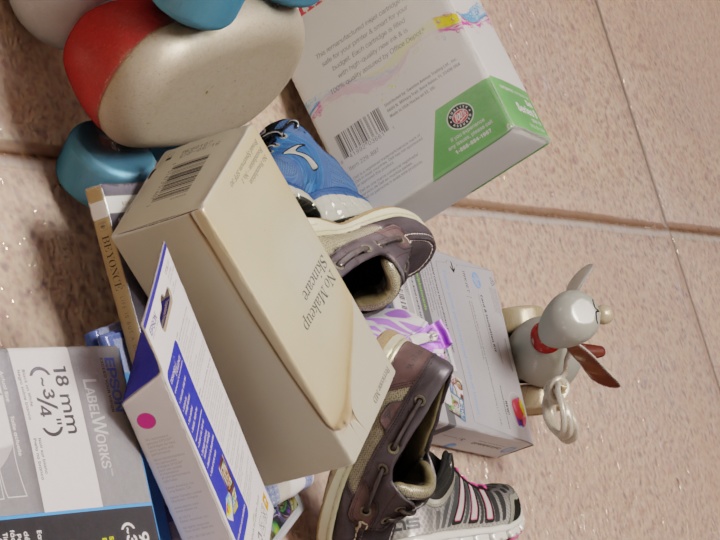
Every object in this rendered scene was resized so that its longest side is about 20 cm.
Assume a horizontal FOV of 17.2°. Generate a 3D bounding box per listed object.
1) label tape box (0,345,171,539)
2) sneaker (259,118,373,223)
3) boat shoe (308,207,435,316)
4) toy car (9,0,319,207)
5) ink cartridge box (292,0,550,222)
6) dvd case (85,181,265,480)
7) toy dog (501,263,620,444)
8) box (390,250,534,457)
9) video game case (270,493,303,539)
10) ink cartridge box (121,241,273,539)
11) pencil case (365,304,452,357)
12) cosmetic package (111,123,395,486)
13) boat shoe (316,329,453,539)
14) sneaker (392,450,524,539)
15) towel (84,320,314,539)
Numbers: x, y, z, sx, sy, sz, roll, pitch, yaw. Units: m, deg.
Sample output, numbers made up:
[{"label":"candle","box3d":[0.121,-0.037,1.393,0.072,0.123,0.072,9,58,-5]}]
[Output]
[{"label":"label tape box","box3d":[-0.164,0.117,1.323,0.200,0.063,0.145,0,72,-49]},{"label":"sneaker","box3d":[-0.066,-0.061,1.704,0.089,0.078,0.200,60,20,16]},{"label":"boat shoe","box3d":[0.000,0.000,1.683,0.065,0.072,0.200,44,21,21]},{"label":"toy car","box3d":[-0.152,-0.177,1.536,0.200,0.185,0.177,43,34,19]},{"label":"ink cartridge box","box3d":[0.033,-0.151,1.823,0.087,0.145,0.200,9,51,-63]},{"label":"dvd case","box3d":[-0.102,0.040,1.497,0.149,0.016,0.201,-7,79,-62]},{"label":"toy dog","box3d":[0.176,0.062,1.956,0.200,0.096,0.132,-159,-118,-74]},{"label":"box","box3d":[0.062,0.061,1.882,0.200,0.041,0.156,16,57,-58]},{"label":"video game case","box3d":[-0.115,0.121,1.512,0.182,0.023,0.200,63,25,-11]},{"label":"ink cartridge box","box3d":[-0.098,0.092,1.374,0.095,0.037,0.200,-83,159,-59]},{"label":"pencil case","box3d":[-0.004,0.078,1.688,0.200,0.085,0.084,-22,89,-64]},{"label":"cosmetic package","box3d":[-0.064,0.023,1.479,0.200,0.073,0.104,59,32,-25]},{"label":"boat shoe","box3d":[0.019,0.139,1.605,0.072,0.065,0.200,-29,136,-57]},{"label":"sneaker","box3d":[0.059,0.168,1.755,0.200,0.074,0.088,-9,85,-59]},{"label":"towel","box3d":[-0.100,0.090,1.514,0.200,0.024,0.147,-17,88,-63]}]
